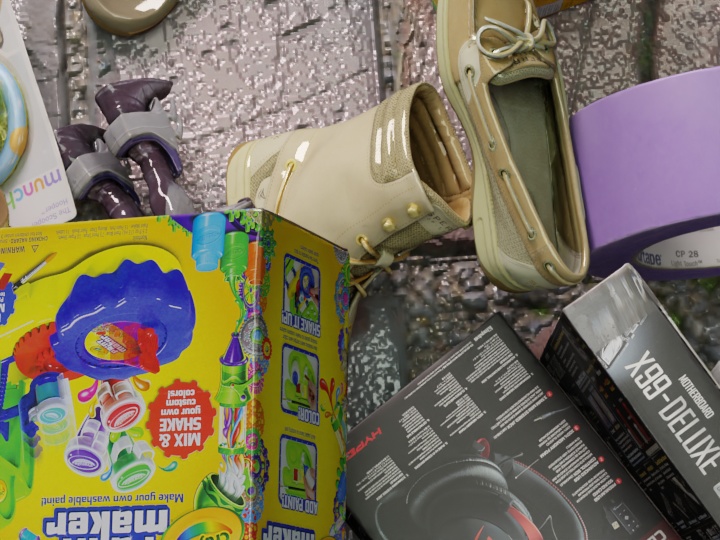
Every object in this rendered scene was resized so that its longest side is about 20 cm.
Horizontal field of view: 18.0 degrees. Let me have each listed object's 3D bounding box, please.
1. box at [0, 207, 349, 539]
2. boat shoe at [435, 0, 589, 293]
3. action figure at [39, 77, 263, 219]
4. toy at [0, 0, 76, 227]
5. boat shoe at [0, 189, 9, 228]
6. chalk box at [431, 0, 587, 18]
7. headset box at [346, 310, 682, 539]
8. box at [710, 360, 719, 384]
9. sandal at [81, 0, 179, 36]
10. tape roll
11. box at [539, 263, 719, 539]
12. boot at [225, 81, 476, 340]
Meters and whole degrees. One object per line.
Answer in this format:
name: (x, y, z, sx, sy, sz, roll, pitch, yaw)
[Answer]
box: (-0.119, 0.078, 1.230, 0.198, 0.122, 0.195, -4, 78, 23)
boat shoe: (0.093, -0.089, 1.306, 0.073, 0.063, 0.203, -5, 88, -35)
action figure: (-0.114, -0.018, 1.369, 0.130, 0.069, 0.201, -41, 65, 30)
toy: (-0.258, -0.106, 1.393, 0.114, 0.047, 0.202, -23, 76, 23)
boat shoe: (-0.274, -0.038, 1.350, 0.071, 0.065, 0.199, -23, 35, -36)
chalk box: (0.079, -0.263, 1.418, 0.123, 0.124, 0.201, -23, 79, -6)
headset box: (0.086, 0.151, 1.358, 0.148, 0.075, 0.200, -38, 82, -8)
box: (0.330, 0.102, 1.347, 0.199, 0.131, 0.200, -29, 81, -7)
sandal: (-0.112, -0.241, 1.442, 0.080, 0.054, 0.201, 30, 79, 4)
tape roll: (0.222, -0.056, 1.341, 0.198, 0.200, 0.086, -5, 79, -3)
box: (0.172, 0.088, 1.310, 0.050, 0.200, 0.158, -34, 81, -5)
boot: (0.000, 0.000, 1.352, 0.155, 0.073, 0.202, -18, 71, 35)
